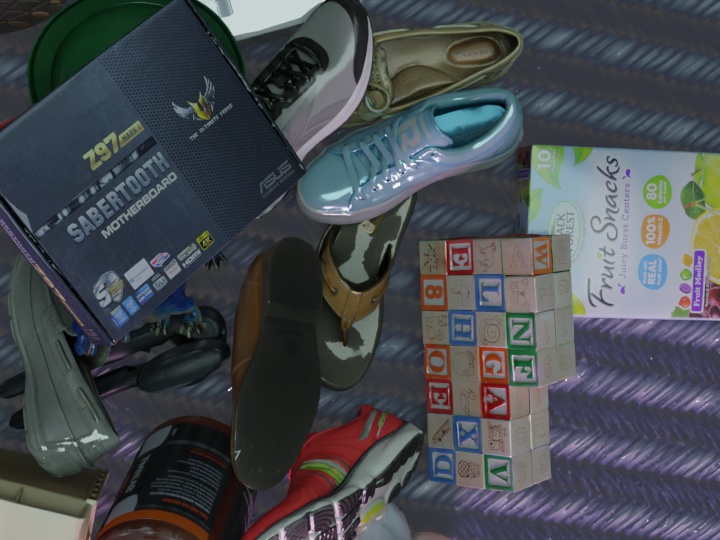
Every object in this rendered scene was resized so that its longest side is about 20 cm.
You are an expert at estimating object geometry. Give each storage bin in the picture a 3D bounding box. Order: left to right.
[{"bbox_3d":[-0.297,0.184,0.918,0.197,0.198,0.095,16,86,-8],"label":"storage bin"}]

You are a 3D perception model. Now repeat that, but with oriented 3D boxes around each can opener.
[{"bbox_3d":[-0.200,0.077,0.999,0.197,0.079,0.064,-15,86,6],"label":"can opener"}]

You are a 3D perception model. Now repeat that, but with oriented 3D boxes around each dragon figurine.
[{"bbox_3d":[-0.155,-0.015,0.950,0.058,0.100,0.202,4,63,28],"label":"dragon figurine"}]

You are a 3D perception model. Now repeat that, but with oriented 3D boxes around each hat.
[{"bbox_3d":[-0.181,-0.095,0.908,0.198,0.177,0.167,-22,124,10],"label":"hat"}]

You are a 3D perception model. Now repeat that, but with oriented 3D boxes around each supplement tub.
[{"bbox_3d":[-0.143,0.203,0.930,0.105,0.201,0.108,3,115,6],"label":"supplement tub"}]

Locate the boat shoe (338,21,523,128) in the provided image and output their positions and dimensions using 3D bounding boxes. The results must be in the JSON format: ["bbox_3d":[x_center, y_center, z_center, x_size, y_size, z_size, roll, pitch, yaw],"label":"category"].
[{"bbox_3d":[0.036,-0.169,1.020,0.197,0.063,0.074,-18,95,-6],"label":"boat shoe"}]

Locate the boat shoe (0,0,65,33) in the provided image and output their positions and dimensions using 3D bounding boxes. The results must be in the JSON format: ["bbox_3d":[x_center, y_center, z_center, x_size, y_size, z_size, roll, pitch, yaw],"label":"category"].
[{"bbox_3d":[-0.298,-0.216,0.933,0.198,0.074,0.074,-19,77,24],"label":"boat shoe"}]

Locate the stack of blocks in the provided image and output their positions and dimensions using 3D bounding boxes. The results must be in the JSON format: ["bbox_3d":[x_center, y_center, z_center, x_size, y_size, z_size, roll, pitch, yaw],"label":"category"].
[{"bbox_3d":[0.113,0.073,1.009,0.058,0.114,0.203,-6,94,-49],"label":"stack of blocks"}]

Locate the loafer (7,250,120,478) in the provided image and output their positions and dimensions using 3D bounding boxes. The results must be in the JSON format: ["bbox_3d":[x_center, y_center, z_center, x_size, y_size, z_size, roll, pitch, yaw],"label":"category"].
[{"bbox_3d":[-0.226,0.062,0.951,0.069,0.070,0.202,-19,59,0],"label":"loafer"}]

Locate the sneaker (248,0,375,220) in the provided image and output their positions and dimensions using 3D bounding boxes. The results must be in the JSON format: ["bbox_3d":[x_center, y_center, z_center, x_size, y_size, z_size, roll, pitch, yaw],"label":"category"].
[{"bbox_3d":[-0.060,-0.129,0.965,0.074,0.079,0.201,39,98,28],"label":"sneaker"}]

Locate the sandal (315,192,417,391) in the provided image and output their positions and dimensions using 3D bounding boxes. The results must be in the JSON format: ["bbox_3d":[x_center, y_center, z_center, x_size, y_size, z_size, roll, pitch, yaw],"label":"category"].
[{"bbox_3d":[0.000,0.000,1.025,0.081,0.055,0.202,23,88,-9],"label":"sandal"}]

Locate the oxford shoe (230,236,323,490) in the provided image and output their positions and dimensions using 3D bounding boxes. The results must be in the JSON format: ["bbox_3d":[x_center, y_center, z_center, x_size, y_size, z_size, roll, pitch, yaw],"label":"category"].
[{"bbox_3d":[-0.075,0.078,0.991,0.071,0.071,0.203,22,64,-31],"label":"oxford shoe"}]

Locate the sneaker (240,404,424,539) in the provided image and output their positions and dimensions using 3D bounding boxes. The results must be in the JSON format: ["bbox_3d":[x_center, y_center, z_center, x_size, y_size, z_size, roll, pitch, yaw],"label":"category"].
[{"bbox_3d":[-0.033,0.175,0.987,0.084,0.199,0.078,29,130,28],"label":"sneaker"}]

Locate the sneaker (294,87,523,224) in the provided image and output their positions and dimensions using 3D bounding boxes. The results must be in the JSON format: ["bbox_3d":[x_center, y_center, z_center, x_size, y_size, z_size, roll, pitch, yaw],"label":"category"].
[{"bbox_3d":[0.037,-0.103,0.987,0.198,0.082,0.075,-24,71,-5],"label":"sneaker"}]

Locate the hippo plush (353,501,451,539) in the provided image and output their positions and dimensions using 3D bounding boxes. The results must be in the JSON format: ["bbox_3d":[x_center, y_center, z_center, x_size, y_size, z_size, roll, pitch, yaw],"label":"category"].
[{"bbox_3d":[0.012,0.294,0.983,0.157,0.161,0.203,11,90,-9],"label":"hippo plush"}]

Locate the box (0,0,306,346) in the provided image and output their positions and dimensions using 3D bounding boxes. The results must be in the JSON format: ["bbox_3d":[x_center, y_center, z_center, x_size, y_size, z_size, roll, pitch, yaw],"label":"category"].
[{"bbox_3d":[-0.155,-0.071,0.866,0.200,0.051,0.159,-43,107,-25],"label":"box"}]

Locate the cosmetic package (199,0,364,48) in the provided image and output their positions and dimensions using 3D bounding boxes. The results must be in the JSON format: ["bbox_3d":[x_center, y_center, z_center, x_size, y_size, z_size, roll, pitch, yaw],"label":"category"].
[{"bbox_3d":[-0.103,-0.224,1.005,0.197,0.051,0.084,-17,95,-7],"label":"cosmetic package"}]

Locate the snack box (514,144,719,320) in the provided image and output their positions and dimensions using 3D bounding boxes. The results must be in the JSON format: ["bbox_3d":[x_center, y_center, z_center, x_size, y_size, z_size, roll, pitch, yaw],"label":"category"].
[{"bbox_3d":[0.233,-0.031,1.058,0.197,0.053,0.145,2,91,-8],"label":"snack box"}]
